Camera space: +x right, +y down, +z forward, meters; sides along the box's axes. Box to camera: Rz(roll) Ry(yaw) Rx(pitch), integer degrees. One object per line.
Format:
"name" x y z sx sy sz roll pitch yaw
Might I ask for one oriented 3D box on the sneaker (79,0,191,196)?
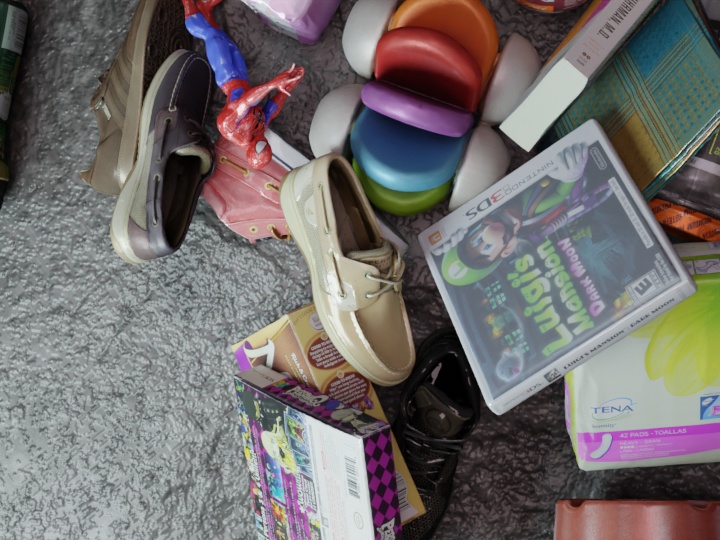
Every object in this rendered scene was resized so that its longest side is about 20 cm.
"sneaker" -0.208 -0.166 1.314 0.075 0.070 0.201 6 80 27

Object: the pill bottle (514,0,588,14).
"pill bottle" 0.159 -0.277 1.211 0.114 0.200 0.115 0 89 6

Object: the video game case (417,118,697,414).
"video game case" 0.149 -0.008 1.169 0.181 0.023 0.200 -34 45 14

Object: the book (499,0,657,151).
"book" 0.201 -0.200 1.201 0.048 0.134 0.200 41 66 0

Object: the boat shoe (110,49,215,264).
"boat shoe" -0.157 -0.099 1.271 0.065 0.072 0.201 2 65 31

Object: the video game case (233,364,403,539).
"video game case" -0.032 0.196 1.220 0.036 0.181 0.201 -21 114 -33

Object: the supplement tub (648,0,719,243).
"supplement tub" 0.300 -0.125 1.235 0.122 0.123 0.201 21 91 6

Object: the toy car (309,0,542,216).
"toy car" 0.054 -0.145 1.246 0.174 0.150 0.201 20 91 5

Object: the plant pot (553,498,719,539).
"plant pot" 0.237 0.287 1.213 0.200 0.201 0.196 0 81 6

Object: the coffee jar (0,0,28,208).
"coffee jar" -0.362 -0.148 1.320 0.104 0.085 0.201 7 89 3

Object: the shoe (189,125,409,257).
"shoe" -0.057 -0.051 1.299 0.200 0.071 0.091 39 95 10

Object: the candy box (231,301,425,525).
"candy box" -0.029 0.133 1.265 0.056 0.117 0.201 -22 87 -33

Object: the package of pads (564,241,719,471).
"package of pads" 0.244 0.072 1.225 0.154 0.068 0.201 -4 122 5

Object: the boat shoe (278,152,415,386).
"boat shoe" 0.000 0.000 1.216 0.065 0.072 0.201 -21 92 48

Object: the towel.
"towel" 0.228 -0.121 1.210 0.022 0.147 0.200 18 130 -30

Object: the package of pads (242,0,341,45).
"package of pads" -0.029 -0.300 1.270 0.075 0.121 0.201 30 93 5

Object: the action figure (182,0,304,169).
"action figure" -0.091 -0.182 1.263 0.099 0.065 0.201 -27 63 20

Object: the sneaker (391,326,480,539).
"sneaker" 0.055 0.151 1.263 0.076 0.114 0.200 19 96 6
